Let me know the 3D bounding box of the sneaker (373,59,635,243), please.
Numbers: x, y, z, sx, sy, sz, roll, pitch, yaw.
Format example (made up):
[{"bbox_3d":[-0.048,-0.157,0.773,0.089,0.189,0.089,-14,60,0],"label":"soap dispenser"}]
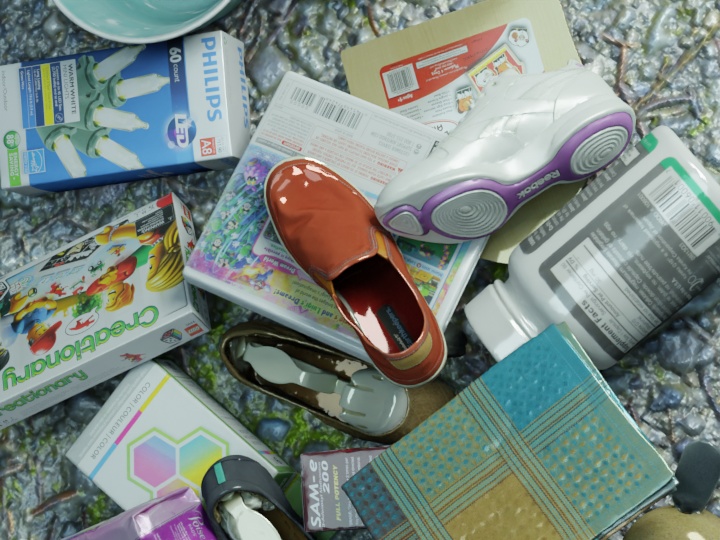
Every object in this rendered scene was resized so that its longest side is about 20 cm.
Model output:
[{"bbox_3d":[0.097,-0.087,1.298,0.199,0.075,0.100,-25,52,-5],"label":"sneaker"}]

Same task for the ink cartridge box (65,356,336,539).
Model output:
[{"bbox_3d":[-0.121,0.167,1.388,0.200,0.059,0.104,40,95,14],"label":"ink cartridge box"}]

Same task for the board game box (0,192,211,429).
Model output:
[{"bbox_3d":[-0.219,0.033,1.410,0.199,0.035,0.127,-26,49,12],"label":"board game box"}]

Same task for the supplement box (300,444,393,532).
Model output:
[{"bbox_3d":[0.064,0.156,1.307,0.198,0.109,0.061,-6,83,11],"label":"supplement box"}]

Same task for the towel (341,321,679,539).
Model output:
[{"bbox_3d":[0.100,0.146,1.220,0.200,0.022,0.147,-38,63,9],"label":"towel"}]

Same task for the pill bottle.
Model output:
[{"bbox_3d":[0.179,-0.001,1.289,0.200,0.113,0.113,-40,77,10],"label":"pill bottle"}]

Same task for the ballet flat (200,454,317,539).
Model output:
[{"bbox_3d":[-0.050,0.225,1.324,0.073,0.073,0.200,-35,101,10],"label":"ballet flat"}]

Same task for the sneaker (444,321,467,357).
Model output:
[{"bbox_3d":[0.000,0.000,1.359,0.199,0.074,0.089,26,95,16],"label":"sneaker"}]

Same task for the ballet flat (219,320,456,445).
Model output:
[{"bbox_3d":[-0.023,0.086,1.360,0.199,0.072,0.068,21,93,16],"label":"ballet flat"}]

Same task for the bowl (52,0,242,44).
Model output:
[{"bbox_3d":[-0.151,-0.270,1.406,0.199,0.105,0.203,-1,86,16],"label":"bowl"}]

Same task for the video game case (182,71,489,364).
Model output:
[{"bbox_3d":[-0.007,-0.036,1.332,0.199,0.024,0.183,23,76,14],"label":"video game case"}]

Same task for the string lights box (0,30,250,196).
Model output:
[{"bbox_3d":[-0.190,-0.124,1.430,0.198,0.059,0.104,-7,84,15],"label":"string lights box"}]

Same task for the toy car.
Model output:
[{"bbox_3d":[0.207,0.218,1.216,0.164,0.157,0.200,49,121,16],"label":"toy car"}]

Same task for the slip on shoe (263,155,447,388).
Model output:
[{"bbox_3d":[-0.005,-0.006,1.276,0.074,0.061,0.201,-32,69,-2],"label":"slip on shoe"}]

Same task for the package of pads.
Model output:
[{"bbox_3d":[-0.183,0.251,1.350,0.199,0.075,0.121,-27,89,41],"label":"package of pads"}]

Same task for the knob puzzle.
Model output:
[{"bbox_3d":[0.095,-0.100,1.363,0.218,0.030,0.222,-1,85,15],"label":"knob puzzle"}]
